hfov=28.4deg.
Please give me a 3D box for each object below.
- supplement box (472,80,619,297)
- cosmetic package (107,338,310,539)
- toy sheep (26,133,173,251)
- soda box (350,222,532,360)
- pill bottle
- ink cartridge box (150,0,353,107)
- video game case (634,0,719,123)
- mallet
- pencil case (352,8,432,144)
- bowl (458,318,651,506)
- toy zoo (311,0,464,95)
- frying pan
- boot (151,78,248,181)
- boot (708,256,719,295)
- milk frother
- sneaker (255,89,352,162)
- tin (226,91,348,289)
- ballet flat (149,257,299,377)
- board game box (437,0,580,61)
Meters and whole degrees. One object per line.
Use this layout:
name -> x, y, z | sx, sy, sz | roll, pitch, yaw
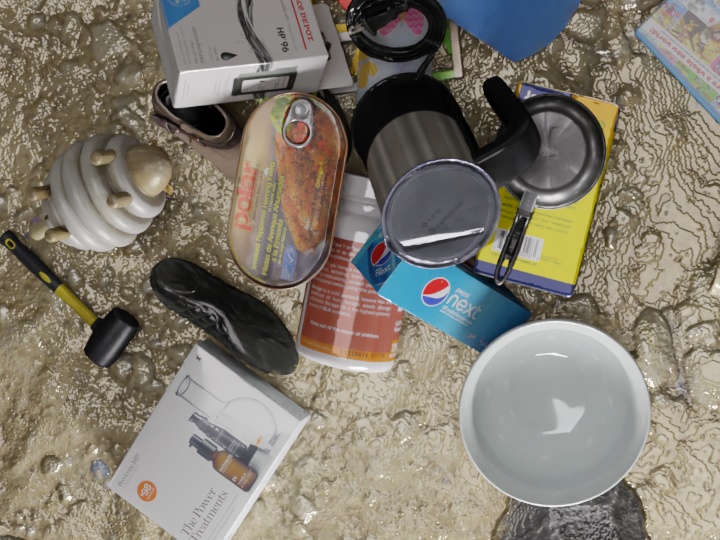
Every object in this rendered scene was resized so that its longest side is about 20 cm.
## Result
supplement box -> 0.196, -0.086, 1.491 | 0.108, 0.109, 0.203 | 14, 97, 10
cosmetic package -> -0.173, 0.204, 1.617 | 0.150, 0.052, 0.201 | 34, 100, 9
toy sheep -> -0.291, -0.083, 1.575 | 0.198, 0.138, 0.140 | -21, 90, 21
soda box -> 0.087, 0.019, 1.482 | 0.068, 0.199, 0.064 | -52, 42, 10
pill bottle -> 0.000, 0.000, 1.534 | 0.111, 0.112, 0.203 | 12, 97, 10
ink cartridge box -> -0.107, -0.243, 1.476 | 0.197, 0.068, 0.117 | -9, 65, -19
video game case -> 0.405, -0.269, 1.483 | 0.200, 0.018, 0.143 | -44, 86, 11
mallet -> -0.336, 0.018, 1.642 | 0.066, 0.041, 0.200 | -43, 82, 12
pencil case -> 0.041, -0.220, 1.494 | 0.090, 0.083, 0.203 | -6, 116, -27
bowl -> 0.202, 0.139, 1.510 | 0.198, 0.090, 0.204 | 1, 102, 3
toy zoo -> 0.009, -0.263, 1.558 | 0.197, 0.020, 0.133 | -5, 93, 11
frying pan -> 0.163, -0.092, 1.429 | 0.115, 0.031, 0.190 | 44, 98, 7
boot -> -0.137, -0.139, 1.530 | 0.198, 0.146, 0.071 | 27, 86, 8
boot -> 0.436, 0.041, 1.473 | 0.153, 0.073, 0.203 | 7, 94, 10
milk frother -> 0.052, -0.144, 1.367 | 0.199, 0.189, 0.180 | 37, 109, -28
sneaker -> -0.084, -0.186, 1.544 | 0.201, 0.076, 0.075 | 55, 132, 9
tin -> -0.077, -0.082, 1.469 | 0.110, 0.042, 0.203 | 10, 92, -11
ballet flat -> -0.151, 0.051, 1.608 | 0.199, 0.057, 0.067 | 37, 72, 1
board game box -> 0.149, -0.316, 1.477 | 0.199, 0.039, 0.159 | 25, 97, -37
